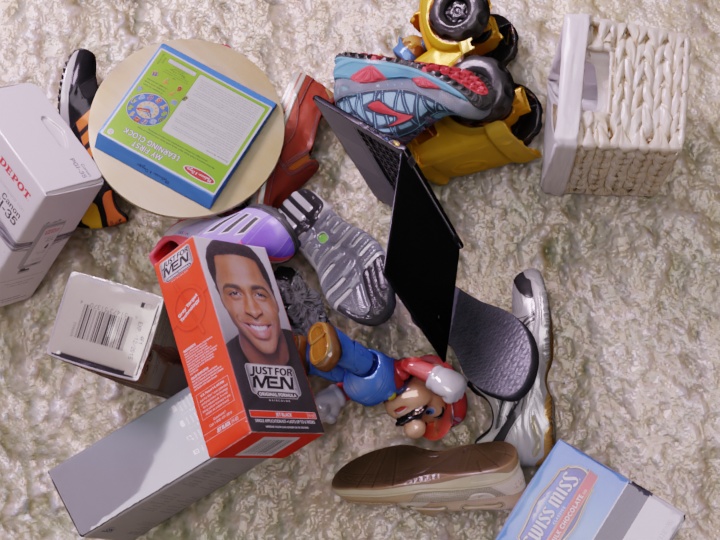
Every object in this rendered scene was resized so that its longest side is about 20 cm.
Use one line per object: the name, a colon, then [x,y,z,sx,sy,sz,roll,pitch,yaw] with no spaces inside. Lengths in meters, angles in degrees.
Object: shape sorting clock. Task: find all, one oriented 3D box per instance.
shape sorting clock: [-0.178,-0.145,1.494,0.200,0.039,0.200,2,67,-6]

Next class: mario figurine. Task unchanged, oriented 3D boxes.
mario figurine: [0.023,0.123,1.427,0.200,0.123,0.106,21,92,-31]

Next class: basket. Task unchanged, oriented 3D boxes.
basket: [0.249,-0.156,1.440,0.123,0.200,0.136,5,80,3]

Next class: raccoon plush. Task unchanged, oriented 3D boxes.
raccoon plush: [-0.084,0.073,1.517,0.097,0.134,0.200,-42,108,-17]

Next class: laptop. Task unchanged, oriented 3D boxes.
laptop: [0.020,-0.041,1.418,0.200,0.187,0.116,34,78,34]

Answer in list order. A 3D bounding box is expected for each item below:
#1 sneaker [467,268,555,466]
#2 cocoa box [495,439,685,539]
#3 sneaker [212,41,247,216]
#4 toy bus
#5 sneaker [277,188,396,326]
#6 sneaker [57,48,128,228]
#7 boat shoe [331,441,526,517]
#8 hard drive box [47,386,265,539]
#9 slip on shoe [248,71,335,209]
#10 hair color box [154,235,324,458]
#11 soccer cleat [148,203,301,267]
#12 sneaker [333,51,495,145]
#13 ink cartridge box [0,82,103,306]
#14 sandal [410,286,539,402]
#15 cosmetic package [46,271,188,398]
sneaker: [0.150,0.095,1.463,0.088,0.076,0.200,-1,76,12]
cocoa box: [0.207,0.251,1.357,0.131,0.200,0.133,32,85,14]
sneaker: [-0.153,-0.153,1.558,0.075,0.081,0.200,-14,79,-5]
toy bus: [0.075,-0.187,1.515,0.192,0.136,0.200,-20,74,21]
sneaker: [0.000,0.000,1.477,0.075,0.115,0.200,-43,48,6]
sneaker: [-0.284,-0.141,1.588,0.090,0.070,0.200,4,79,-5]
boat shoe: [0.067,0.216,1.450,0.200,0.072,0.065,-9,117,23]
hard drive box: [-0.186,0.187,1.454,0.200,0.156,0.077,-31,76,1]
slip on shoe: [-0.076,-0.111,1.544,0.061,0.074,0.200,20,82,-3]
hair color box: [-0.114,0.072,1.358,0.061,0.101,0.200,-35,64,32]
soccer cleat: [-0.138,-0.024,1.481,0.073,0.200,0.068,-38,114,-32]
sneaker: [0.052,-0.156,1.421,0.200,0.079,0.096,18,106,47]
ink cartridge box: [-0.374,-0.076,1.522,0.147,0.083,0.200,52,128,15]
sandal: [0.121,0.067,1.444,0.076,0.043,0.200,-49,35,4]
cosmetic package: [-0.224,0.072,1.460,0.103,0.200,0.087,14,82,13]
